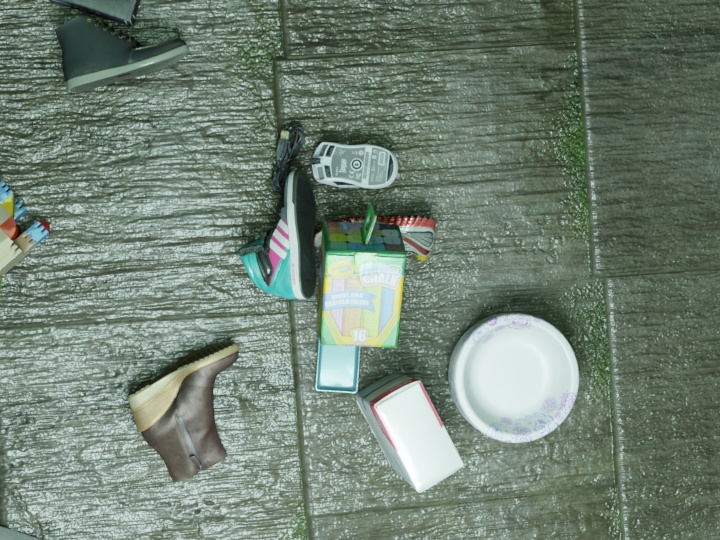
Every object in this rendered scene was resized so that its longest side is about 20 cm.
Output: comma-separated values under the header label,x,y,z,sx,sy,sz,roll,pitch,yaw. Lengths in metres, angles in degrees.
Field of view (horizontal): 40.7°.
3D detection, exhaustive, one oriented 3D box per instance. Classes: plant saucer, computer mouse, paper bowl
label,x,y,z,sx,sy,sz,roll,pitch,yaw
plant saucer,-0.033,0.095,1.569,0.069,0.019,0.202,4,90,-5
computer mouse,-0.039,-0.168,1.560,0.198,0.044,0.111,8,84,1
paper bowl,0.239,0.167,1.549,0.199,0.104,0.202,0,90,-5

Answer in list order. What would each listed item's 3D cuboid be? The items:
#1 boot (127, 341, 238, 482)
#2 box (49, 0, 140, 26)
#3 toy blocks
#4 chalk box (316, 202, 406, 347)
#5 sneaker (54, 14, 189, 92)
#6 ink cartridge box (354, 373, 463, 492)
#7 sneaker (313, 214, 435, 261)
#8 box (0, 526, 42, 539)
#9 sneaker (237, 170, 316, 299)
label,x,y,z,sx,sy,sz,roll,pitch,yaw
boot,-0.251,0.221,1.536,0.199,0.072,0.167,-30,104,-6
box,-0.401,-0.504,1.532,0.142,0.036,0.202,15,89,-5
toy blocks,-0.576,-0.076,1.493,0.137,0.100,0.200,-45,94,-16
chalk box,0.000,0.000,1.468,0.123,0.125,0.201,2,114,-4
sneaker,-0.374,-0.356,1.512,0.199,0.075,0.107,-16,93,-4
ink cartridge box,0.069,0.241,1.486,0.082,0.200,0.147,-28,92,-8
sneaker,0.022,-0.046,1.546,0.198,0.078,0.083,-1,95,-3
box,-0.580,0.498,1.473,0.183,0.105,0.201,20,89,-4
sneaker,-0.133,-0.052,1.520,0.120,0.084,0.202,-4,80,24
